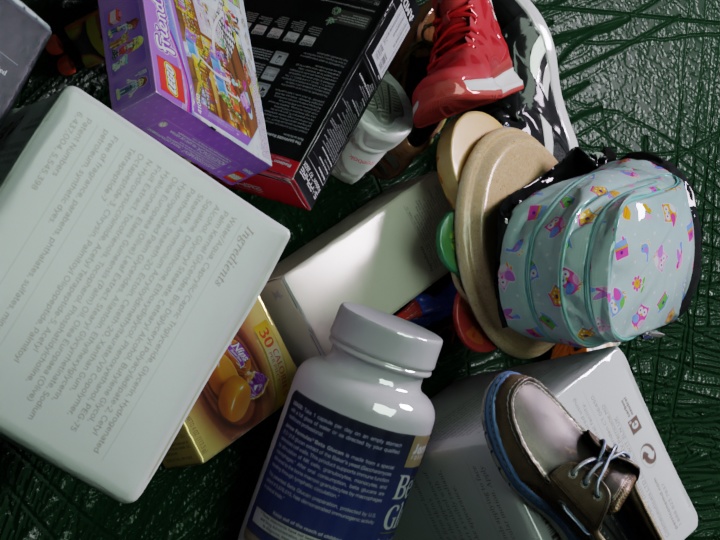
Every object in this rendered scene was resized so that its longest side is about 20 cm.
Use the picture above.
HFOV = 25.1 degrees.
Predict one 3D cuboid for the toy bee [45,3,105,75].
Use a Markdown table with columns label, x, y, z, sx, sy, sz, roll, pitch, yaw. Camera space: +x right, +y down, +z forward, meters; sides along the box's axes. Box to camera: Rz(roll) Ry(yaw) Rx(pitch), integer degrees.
| label | x | y | z | sx | sy | sz | roll | pitch | yaw |
| --- | --- | --- | --- | --- | --- | --- | --- | --- | --- |
| toy bee | -0.180 | -0.193 | 1.204 | 0.200 | 0.108 | 0.132 | -7 | 77 | -66 |

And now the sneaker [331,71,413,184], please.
| label | x | y | z | sx | sy | sz | roll | pitch | yaw |
| --- | --- | --- | --- | --- | --- | --- | --- | --- | --- |
| sneaker | -0.018 | -0.155 | 1.335 | 0.078 | 0.099 | 0.201 | 18 | 43 | -24 |

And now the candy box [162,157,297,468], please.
| label | x | y | z | sx | sy | sz | roll | pitch | yaw |
| --- | --- | --- | --- | --- | --- | --- | --- | --- | --- |
| candy box | -0.136 | 0.031 | 1.204 | 0.116 | 0.056 | 0.201 | -33 | 102 | -39 |

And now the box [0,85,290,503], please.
| label | x | y | z | sx | sy | sz | roll | pitch | yaw |
| --- | --- | --- | --- | --- | --- | --- | --- | --- | --- |
| box | -0.186 | 0.014 | 1.031 | 0.171 | 0.199 | 0.201 | 35 | 78 | -19 |

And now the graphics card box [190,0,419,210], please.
| label | x | y | z | sx | sy | sz | roll | pitch | yaw |
| --- | --- | --- | --- | --- | --- | --- | --- | --- | --- |
| graphics card box | -0.053 | -0.150 | 1.243 | 0.201 | 0.125 | 0.051 | -63 | 151 | -20 |

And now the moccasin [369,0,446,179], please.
| label | x | y | z | sx | sy | sz | roll | pitch | yaw |
| --- | --- | --- | --- | --- | --- | --- | --- | --- | --- |
| moccasin | 0.057 | -0.168 | 1.392 | 0.074 | 0.078 | 0.202 | 47 | 48 | -19 |

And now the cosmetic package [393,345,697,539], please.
| label | x | y | z | sx | sy | sz | roll | pitch | yaw |
| --- | --- | --- | --- | --- | --- | --- | --- | --- | --- |
| cosmetic package | 0.123 | 0.179 | 1.289 | 0.165 | 0.199 | 0.166 | -31 | 100 | -38 |

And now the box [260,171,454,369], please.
| label | x | y | z | sx | sy | sz | roll | pitch | yaw |
| --- | --- | --- | --- | --- | --- | --- | --- | --- | --- |
| box | 0.000 | 0.000 | 1.316 | 0.200 | 0.068 | 0.083 | -34 | 102 | -39 |

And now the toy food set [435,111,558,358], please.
| label | x | y | z | sx | sy | sz | roll | pitch | yaw |
| --- | --- | --- | --- | --- | --- | --- | --- | --- | --- |
| toy food set | 0.125 | -0.021 | 1.349 | 0.200 | 0.048 | 0.199 | 27 | 63 | -50 |

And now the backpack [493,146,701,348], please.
| label | x | y | z | sx | sy | sz | roll | pitch | yaw |
| --- | --- | --- | --- | --- | --- | --- | --- | --- | --- |
| backpack | 0.193 | -0.014 | 1.295 | 0.199 | 0.126 | 0.168 | -15 | 100 | -51 |

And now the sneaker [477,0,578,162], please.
| label | x | y | z | sx | sy | sz | roll | pitch | yaw |
| --- | --- | --- | --- | --- | --- | --- | --- | --- | --- |
| sneaker | 0.126 | -0.159 | 1.454 | 0.112 | 0.073 | 0.201 | -29 | 100 | -41 |

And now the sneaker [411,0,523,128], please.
| label | x | y | z | sx | sy | sz | roll | pitch | yaw |
| --- | --- | --- | --- | --- | --- | --- | --- | --- | --- |
| sneaker | 0.069 | -0.183 | 1.293 | 0.200 | 0.078 | 0.116 | -32 | 103 | -74 |

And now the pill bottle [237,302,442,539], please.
| label | x | y | z | sx | sy | sz | roll | pitch | yaw |
| --- | --- | --- | --- | --- | --- | --- | --- | --- | --- |
| pill bottle | -0.010 | 0.131 | 1.201 | 0.111 | 0.111 | 0.201 | 15 | 98 | -36 |

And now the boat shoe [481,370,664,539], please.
| label | x | y | z | sx | sy | sz | roll | pitch | yaw |
| --- | --- | --- | --- | --- | --- | --- | --- | --- | --- |
| boat shoe | 0.164 | 0.150 | 1.151 | 0.200 | 0.072 | 0.072 | 53 | 54 | -16 |

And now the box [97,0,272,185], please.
| label | x | y | z | sx | sy | sz | roll | pitch | yaw |
| --- | --- | --- | --- | --- | --- | --- | --- | --- | --- |
| box | -0.127 | -0.174 | 1.117 | 0.137 | 0.039 | 0.201 | 31 | 42 | -55 |

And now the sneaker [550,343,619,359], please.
| label | x | y | z | sx | sy | sz | roll | pitch | yaw |
| --- | --- | --- | --- | --- | --- | --- | --- | --- | --- |
| sneaker | 0.213 | 0.074 | 1.475 | 0.092 | 0.075 | 0.201 | -7 | 86 | -45 |

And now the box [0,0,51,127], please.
| label | x | y | z | sx | sy | sz | roll | pitch | yaw |
| --- | --- | --- | --- | --- | --- | --- | --- | --- | --- |
| box | -0.308 | -0.090 | 1.031 | 0.104 | 0.148 | 0.201 | 36 | 58 | -27 |

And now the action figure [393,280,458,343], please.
| label | x | y | z | sx | sy | sz | roll | pitch | yaw |
| --- | --- | --- | --- | --- | --- | --- | --- | --- | --- |
| action figure | 0.084 | 0.021 | 1.386 | 0.052 | 0.065 | 0.200 | 47 | 52 | 7 |
